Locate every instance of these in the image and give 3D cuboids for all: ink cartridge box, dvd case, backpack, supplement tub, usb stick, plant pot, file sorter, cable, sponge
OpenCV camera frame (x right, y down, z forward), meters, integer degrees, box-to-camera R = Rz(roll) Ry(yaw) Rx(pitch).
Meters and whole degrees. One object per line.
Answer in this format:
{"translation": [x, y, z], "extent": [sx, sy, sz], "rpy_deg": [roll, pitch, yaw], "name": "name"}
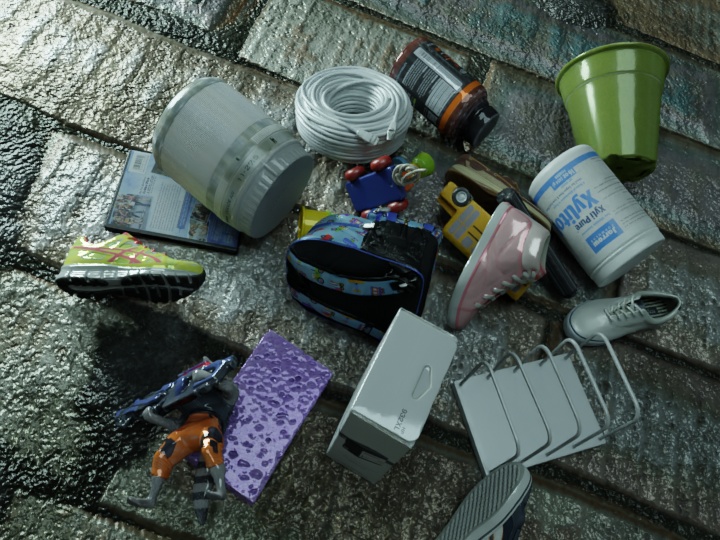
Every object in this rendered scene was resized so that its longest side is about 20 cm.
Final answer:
{"translation": [0.034, 0.162, 0.805], "extent": [0.083, 0.201, 0.146], "rpy_deg": [27, 60, 4], "name": "ink cartridge box"}
{"translation": [-0.273, -0.105, 0.986], "extent": [0.196, 0.018, 0.145], "rpy_deg": [10, 61, -8], "name": "dvd case"}
{"translation": [0.000, 0.000, 0.907], "extent": [0.196, 0.184, 0.136], "rpy_deg": [16, 50, 11], "name": "backpack"}
{"translation": [0.382, -0.091, 1.058], "extent": [0.130, 0.133, 0.202], "rpy_deg": [-24, 68, -23], "name": "supplement tub"}
{"translation": [0.278, -0.044, 1.019], "extent": [0.032, 0.056, 0.201], "rpy_deg": [-35, 98, 6], "name": "usb stick"}
{"translation": [0.454, -0.263, 1.149], "extent": [0.195, 0.200, 0.194], "rpy_deg": [5, 72, -9], "name": "plant pot"}
{"translation": [0.252, 0.180, 0.888], "extent": [0.196, 0.125, 0.141], "rpy_deg": [-10, 64, -17], "name": "file sorter"}
{"translation": [-0.011, -0.264, 1.078], "extent": [0.197, 0.070, 0.201], "rpy_deg": [20, 49, 15], "name": "cable"}
{"translation": [-0.131, 0.188, 0.854], "extent": [0.110, 0.030, 0.201], "rpy_deg": [31, 60, 6], "name": "sponge"}
{"translation": [0.150, -0.310, 1.140], "extent": [0.200, 0.107, 0.107], "rpy_deg": [44, 62, 12], "name": "supplement tub"}

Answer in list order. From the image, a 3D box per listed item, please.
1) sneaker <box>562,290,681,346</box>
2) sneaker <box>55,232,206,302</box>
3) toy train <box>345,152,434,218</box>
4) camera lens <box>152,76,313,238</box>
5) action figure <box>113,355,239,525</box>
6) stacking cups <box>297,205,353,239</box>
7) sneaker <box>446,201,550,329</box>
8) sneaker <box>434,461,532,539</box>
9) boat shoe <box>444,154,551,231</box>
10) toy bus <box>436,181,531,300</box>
{"translation": [0.412, 0.065, 1.015], "extent": [0.196, 0.071, 0.074], "rpy_deg": [-12, 65, -18], "name": "sneaker"}
{"translation": [-0.313, -0.013, 0.895], "extent": [0.195, 0.079, 0.092], "rpy_deg": [4, 59, -10], "name": "sneaker"}
{"translation": [0.074, -0.147, 0.991], "extent": [0.115, 0.198, 0.086], "rpy_deg": [-31, 103, -34], "name": "toy train"}
{"translation": [-0.187, -0.165, 0.935], "extent": [0.199, 0.161, 0.160], "rpy_deg": [38, 61, 8], "name": "camera lens"}
{"translation": [-0.212, 0.196, 0.784], "extent": [0.105, 0.197, 0.196], "rpy_deg": [48, 33, -34], "name": "action figure"}
{"translation": [0.003, -0.060, 0.998], "extent": [0.195, 0.061, 0.062], "rpy_deg": [5, 61, -10], "name": "stacking cups"}
{"translation": [0.207, 0.012, 0.943], "extent": [0.104, 0.075, 0.203], "rpy_deg": [29, 97, 20], "name": "sneaker"}
{"translation": [0.152, 0.332, 0.795], "extent": [0.079, 0.078, 0.200], "rpy_deg": [42, 88, -11], "name": "sneaker"}
{"translation": [0.240, -0.130, 1.085], "extent": [0.198, 0.073, 0.072], "rpy_deg": [33, 61, 13], "name": "boat shoe"}
{"translation": [0.197, -0.049, 1.021], "extent": [0.200, 0.065, 0.079], "rpy_deg": [44, 100, 12], "name": "toy bus"}
